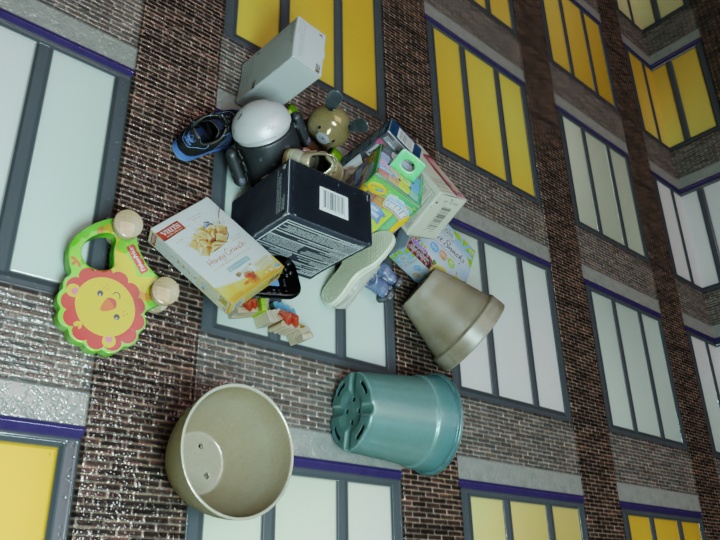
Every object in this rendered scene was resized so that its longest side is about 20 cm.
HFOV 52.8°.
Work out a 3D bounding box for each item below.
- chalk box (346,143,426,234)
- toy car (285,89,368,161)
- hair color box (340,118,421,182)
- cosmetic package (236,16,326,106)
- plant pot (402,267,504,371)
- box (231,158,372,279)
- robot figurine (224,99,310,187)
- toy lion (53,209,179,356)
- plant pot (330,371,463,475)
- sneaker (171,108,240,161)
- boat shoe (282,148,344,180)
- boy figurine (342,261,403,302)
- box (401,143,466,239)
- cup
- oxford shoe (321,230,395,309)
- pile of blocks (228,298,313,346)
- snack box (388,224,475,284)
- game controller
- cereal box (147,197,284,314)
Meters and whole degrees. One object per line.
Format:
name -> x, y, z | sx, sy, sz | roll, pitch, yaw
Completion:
chalk box -> 0.051, -0.164, 1.508 | 0.124, 0.200, 0.124 | 34, 37, -17
toy car -> -0.077, -0.286, 1.514 | 0.164, 0.199, 0.158 | 42, 47, -21
hair color box -> 0.026, -0.229, 1.584 | 0.100, 0.199, 0.061 | 42, 36, -21
cosmetic package -> -0.163, -0.412, 1.489 | 0.081, 0.199, 0.114 | 25, 55, -34
plant pot -> 0.193, 0.095, 1.628 | 0.173, 0.200, 0.200 | 41, 45, 2
box -> -0.115, -0.092, 1.385 | 0.199, 0.198, 0.124 | 20, 57, -37
robot figurine -> -0.177, -0.234, 1.418 | 0.151, 0.124, 0.201 | -71, 152, -46
toy lion -> -0.403, 0.027, 1.155 | 0.191, 0.068, 0.201 | -30, 92, -40
plant pot -> 0.060, 0.283, 1.399 | 0.195, 0.200, 0.202 | 15, 60, -29
sneaker -> -0.273, -0.273, 1.405 | 0.070, 0.078, 0.200 | 55, 44, -9
boat shoe -> -0.076, -0.198, 1.414 | 0.200, 0.064, 0.073 | 4, 92, -64
boy figurine -> 0.001, -0.016, 1.562 | 0.200, 0.064, 0.125 | 44, 62, -17
box -> 0.122, -0.186, 1.643 | 0.108, 0.128, 0.201 | 6, 41, -48
cup -> -0.225, 0.293, 1.135 | 0.199, 0.143, 0.202 | 22, 56, -36
oxford shoe -> 0.000, 0.000, 1.495 | 0.075, 0.200, 0.058 | 41, 1, 42
pile of blocks -> -0.159, 0.075, 1.364 | 0.199, 0.062, 0.083 | 29, 53, -32
snack box -> 0.176, -0.041, 1.742 | 0.200, 0.067, 0.169 | 43, 46, -21
game controller -> -0.206, 0.008, 1.316 | 0.198, 0.042, 0.105 | 5, 35, -25
cereal box -> -0.253, -0.030, 1.276 | 0.200, 0.040, 0.144 | 41, 45, 10
